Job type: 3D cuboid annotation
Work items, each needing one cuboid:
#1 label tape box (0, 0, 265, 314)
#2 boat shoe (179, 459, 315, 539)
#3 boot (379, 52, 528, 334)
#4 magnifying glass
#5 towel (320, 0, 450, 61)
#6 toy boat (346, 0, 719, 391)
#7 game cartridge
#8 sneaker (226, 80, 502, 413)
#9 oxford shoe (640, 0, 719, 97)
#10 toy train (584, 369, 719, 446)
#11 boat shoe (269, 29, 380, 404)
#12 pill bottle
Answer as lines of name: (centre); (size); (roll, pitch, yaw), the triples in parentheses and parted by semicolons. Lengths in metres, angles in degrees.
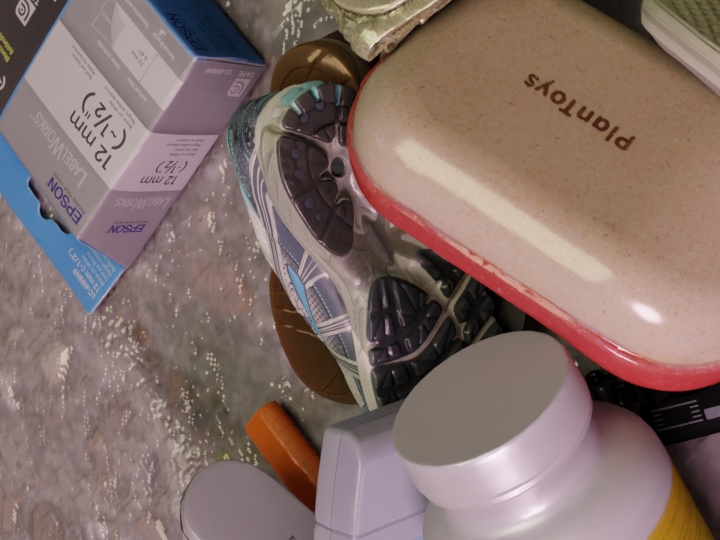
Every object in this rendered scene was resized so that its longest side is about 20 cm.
label tape box: (-0.162, -0.092, 0.988); (0.144, 0.066, 0.200); (50, 117, 23)
boat shoe: (-0.017, 0.182, 0.875); (0.199, 0.072, 0.066); (37, 148, 11)
boot: (0.055, -0.035, 0.838); (0.073, 0.075, 0.202); (3, 109, 20)
magnifying glass: (0.004, 0.151, 0.909); (0.200, 0.022, 0.080); (50, 119, 21)
towel: (0.020, -0.191, 0.751); (0.148, 0.036, 0.201); (-37, 47, 7)
toy boat: (0.090, -0.024, 0.740); (0.199, 0.131, 0.131); (35, 153, 16)
game cartridge: (0.043, 0.155, 0.787); (0.040, 0.132, 0.202); (13, 115, 57)
sneaker: (0.000, 0.000, 0.807); (0.086, 0.077, 0.202); (14, 132, 57)
oxford shoe: (0.185, -0.049, 0.663); (0.200, 0.075, 0.058); (39, 136, 25)
toy train: (0.100, 0.077, 0.826); (0.199, 0.034, 0.046); (-20, 92, 35)
boat shoe: (-0.003, -0.029, 0.874); (0.071, 0.072, 0.202); (10, 120, 27)
pill bottle: (0.095, 0.127, 0.730); (0.111, 0.112, 0.201); (-11, 122, 36)
